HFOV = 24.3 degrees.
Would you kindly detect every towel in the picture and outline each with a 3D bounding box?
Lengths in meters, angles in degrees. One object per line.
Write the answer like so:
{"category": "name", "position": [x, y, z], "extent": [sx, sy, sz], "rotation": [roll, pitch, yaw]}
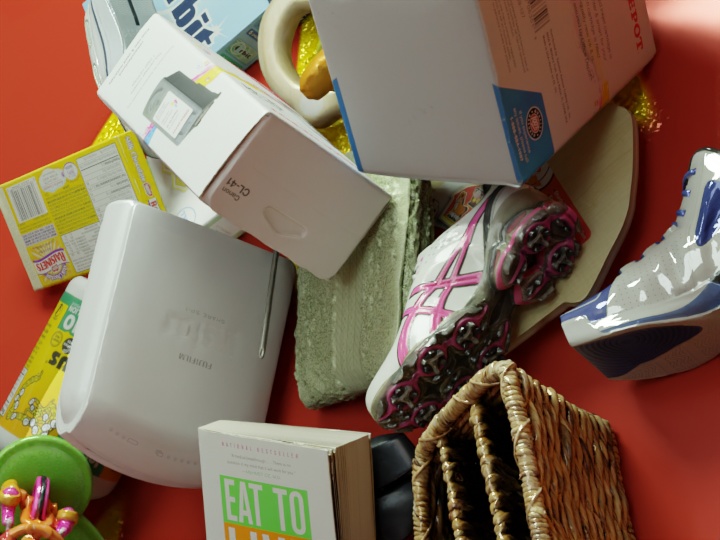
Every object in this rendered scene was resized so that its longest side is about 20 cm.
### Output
{"category": "towel", "position": [0.000, 0.000, 1.272], "extent": [0.148, 0.036, 0.200], "rotation": [-19, 65, 48]}

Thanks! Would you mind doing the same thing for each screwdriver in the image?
{"category": "screwdriver", "position": [-0.069, -0.011, 1.313], "extent": [0.029, 0.028, 0.200], "rotation": [-32, 39, 44]}

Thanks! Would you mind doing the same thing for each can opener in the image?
{"category": "can opener", "position": [-0.019, 0.182, 1.220], "extent": [0.200, 0.063, 0.079], "rotation": [-33, 80, 33]}

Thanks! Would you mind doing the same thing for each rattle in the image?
{"category": "rattle", "position": [-0.059, -0.220, 1.353], "extent": [0.130, 0.143, 0.200], "rotation": [-27, 78, 36]}

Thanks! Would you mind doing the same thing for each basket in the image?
{"category": "basket", "position": [0.088, 0.181, 1.077], "extent": [0.143, 0.149, 0.200], "rotation": [-24, 58, 26]}

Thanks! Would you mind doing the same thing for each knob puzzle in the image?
{"category": "knob puzzle", "position": [0.126, -0.045, 1.230], "extent": [0.219, 0.030, 0.220], "rotation": [-17, 60, 31]}

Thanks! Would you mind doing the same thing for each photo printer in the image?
{"category": "photo printer", "position": [-0.143, 0.064, 1.297], "extent": [0.069, 0.166, 0.200], "rotation": [-15, 59, 55]}

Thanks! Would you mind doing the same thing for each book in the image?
{"category": "book", "position": [-0.051, 0.211, 1.186], "extent": [0.133, 0.048, 0.200], "rotation": [2, 101, 38]}

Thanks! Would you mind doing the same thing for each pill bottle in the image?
{"category": "pill bottle", "position": [-0.232, 0.116, 1.372], "extent": [0.113, 0.113, 0.200], "rotation": [25, 85, 41]}

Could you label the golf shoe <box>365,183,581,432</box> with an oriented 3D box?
{"category": "golf shoe", "position": [0.068, 0.025, 1.180], "extent": [0.200, 0.073, 0.092], "rotation": [-51, 42, -6]}

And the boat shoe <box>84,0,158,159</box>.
{"category": "boat shoe", "position": [-0.194, -0.169, 1.455], "extent": [0.067, 0.073, 0.200], "rotation": [-51, 45, 45]}

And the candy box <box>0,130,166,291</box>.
{"category": "candy box", "position": [-0.241, -0.049, 1.450], "extent": [0.200, 0.026, 0.102], "rotation": [-15, 101, 46]}

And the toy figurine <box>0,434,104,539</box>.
{"category": "toy figurine", "position": [-0.247, 0.245, 1.240], "extent": [0.184, 0.150, 0.200], "rotation": [-129, 54, -71]}

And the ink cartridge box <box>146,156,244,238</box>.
{"category": "ink cartridge box", "position": [-0.162, -0.068, 1.449], "extent": [0.200, 0.048, 0.146], "rotation": [-35, 53, 16]}

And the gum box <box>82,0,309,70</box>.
{"category": "gum box", "position": [-0.148, -0.241, 1.519], "extent": [0.200, 0.045, 0.170], "rotation": [-39, 52, 17]}

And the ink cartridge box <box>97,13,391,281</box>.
{"category": "ink cartridge box", "position": [-0.089, -0.095, 1.260], "extent": [0.086, 0.148, 0.200], "rotation": [-54, 42, 5]}

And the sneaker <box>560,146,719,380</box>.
{"category": "sneaker", "position": [0.228, -0.012, 1.115], "extent": [0.199, 0.081, 0.115], "rotation": [-25, 52, 18]}

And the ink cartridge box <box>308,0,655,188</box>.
{"category": "ink cartridge box", "position": [0.091, -0.174, 1.184], "extent": [0.145, 0.147, 0.200], "rotation": [7, 35, 39]}
